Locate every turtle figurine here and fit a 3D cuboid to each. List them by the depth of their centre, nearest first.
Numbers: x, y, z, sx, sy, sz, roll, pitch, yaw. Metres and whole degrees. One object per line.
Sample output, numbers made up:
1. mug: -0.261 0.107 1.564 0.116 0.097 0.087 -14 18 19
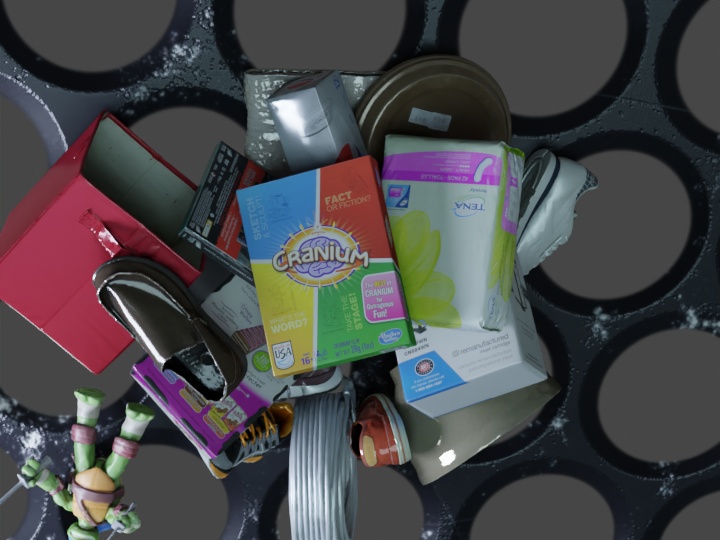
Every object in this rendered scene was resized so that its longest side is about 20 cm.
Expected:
1. turtle figurine: -0.324 0.249 1.798 0.199 0.143 0.196 10 98 -54

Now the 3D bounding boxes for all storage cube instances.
1. storage cube: -0.285 -0.032 1.663 0.171 0.201 0.180 40 112 -20

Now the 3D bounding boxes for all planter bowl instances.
1. planter bowl: 0.117 0.139 1.782 0.199 0.200 0.135 -36 86 12

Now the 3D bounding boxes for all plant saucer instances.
1. plant saucer: 0.081 -0.142 1.703 0.198 0.030 0.202 -8 116 -16

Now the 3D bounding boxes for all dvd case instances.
1. dvd case: -0.097 -0.037 1.674 0.199 0.147 0.022 33 134 -18

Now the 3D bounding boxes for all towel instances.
1. towel: -0.033 -0.159 1.709 0.197 0.035 0.134 0 114 -4

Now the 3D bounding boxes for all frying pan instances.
1. frying pan: -0.148 -0.005 1.755 0.189 0.031 0.115 -35 108 23

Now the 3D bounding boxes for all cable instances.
1. cable: -0.044 0.245 1.798 0.068 0.200 0.202 0 113 6

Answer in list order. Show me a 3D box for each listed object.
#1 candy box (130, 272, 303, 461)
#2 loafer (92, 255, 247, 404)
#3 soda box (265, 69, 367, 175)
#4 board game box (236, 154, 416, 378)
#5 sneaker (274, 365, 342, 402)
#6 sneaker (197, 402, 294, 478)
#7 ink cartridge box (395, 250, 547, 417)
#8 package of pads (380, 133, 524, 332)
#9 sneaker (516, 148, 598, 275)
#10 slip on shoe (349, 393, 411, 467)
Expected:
1. candy box: -0.137 0.092 1.677 0.200 0.061 0.137 -43 91 -16
2. loafer: -0.194 0.062 1.568 0.200 0.071 0.073 40 112 -19
3. soda box: -0.031 -0.111 1.656 0.068 0.063 0.202 -9 110 29
4. board game box: -0.037 -0.003 1.586 0.151 0.040 0.203 -14 81 9
5. sneaker: -0.121 0.096 1.747 0.198 0.075 0.117 -11 97 -26
6. sneaker: -0.137 0.186 1.777 0.077 0.200 0.079 -30 84 17
7. ink cartridge box: 0.108 0.040 1.678 0.145 0.202 0.084 -21 154 20
8. package of pads: 0.092 -0.039 1.611 0.153 0.068 0.203 6 86 29
9. sneaker: 0.199 -0.039 1.761 0.080 0.077 0.201 21 113 -23
10. slip on shoe: 0.014 0.189 1.773 0.060 0.200 0.075 -14 96 -6
